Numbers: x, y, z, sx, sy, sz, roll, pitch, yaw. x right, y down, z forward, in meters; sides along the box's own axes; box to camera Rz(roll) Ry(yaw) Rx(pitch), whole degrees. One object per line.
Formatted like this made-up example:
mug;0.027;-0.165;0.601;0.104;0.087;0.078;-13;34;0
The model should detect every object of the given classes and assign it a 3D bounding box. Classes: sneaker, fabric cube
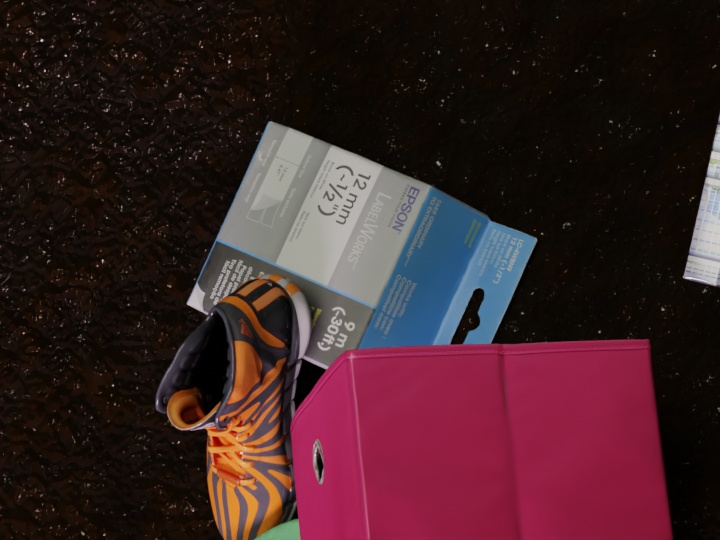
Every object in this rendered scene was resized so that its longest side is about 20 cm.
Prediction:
sneaker;-0.093;0.106;1.700;0.077;0.112;0.200;13;111;28
fabric cube;0.073;0.166;1.570;0.199;0.196;0.200;-1;73;-12

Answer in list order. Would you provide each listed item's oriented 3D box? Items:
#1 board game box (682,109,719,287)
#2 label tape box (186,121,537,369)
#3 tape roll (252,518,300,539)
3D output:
board game box;0.270;-0.037;1.611;0.062;0.200;0.200;13;96;24
label tape box;0.000;0.000;1.751;0.200;0.066;0.144;23;86;26
tape roll;-0.016;0.264;1.699;0.200;0.048;0.201;-5;75;20
